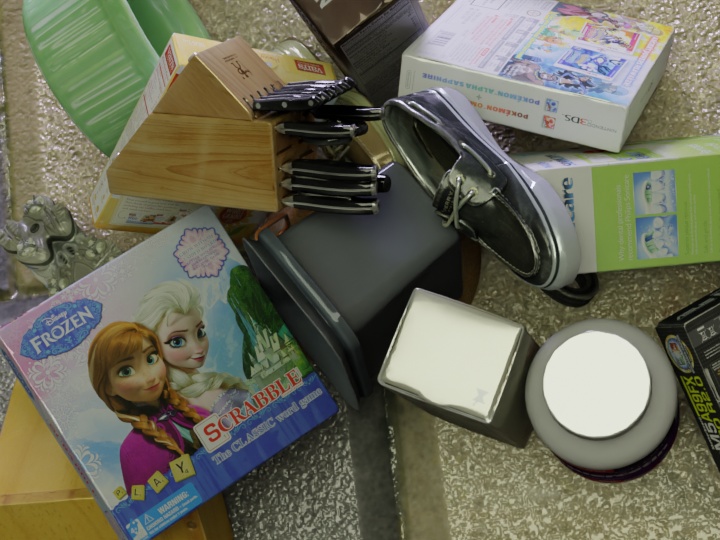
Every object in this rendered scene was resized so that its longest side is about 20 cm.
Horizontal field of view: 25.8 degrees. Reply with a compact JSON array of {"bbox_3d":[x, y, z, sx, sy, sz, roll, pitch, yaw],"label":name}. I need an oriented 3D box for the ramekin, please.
[{"bbox_3d":[-0.200,-0.186,1.349,0.098,0.200,0.200,-29,74,13],"label":"ramekin"}]

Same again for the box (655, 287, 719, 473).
[{"bbox_3d":[0.340,0.068,1.188,0.200,0.044,0.161,-28,97,-18],"label":"box"}]

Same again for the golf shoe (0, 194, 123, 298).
[{"bbox_3d":[-0.227,0.014,1.339,0.078,0.097,0.200,-41,48,-4],"label":"golf shoe"}]

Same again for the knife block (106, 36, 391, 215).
[{"bbox_3d":[-0.074,-0.075,1.164,0.176,0.064,0.200,48,125,5],"label":"knife block"}]

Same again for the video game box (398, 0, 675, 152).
[{"bbox_3d":[0.148,-0.170,1.276,0.182,0.200,0.047,14,120,16],"label":"video game box"}]

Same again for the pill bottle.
[{"bbox_3d":[0.186,0.100,1.199,0.112,0.200,0.113,-3,78,12],"label":"pill bottle"}]

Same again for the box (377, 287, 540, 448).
[{"bbox_3d":[0.087,0.080,1.224,0.095,0.200,0.078,20,83,15],"label":"box"}]

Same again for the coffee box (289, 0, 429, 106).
[{"bbox_3d":[-0.004,-0.216,1.306,0.080,0.200,0.113,-38,73,2],"label":"coffee box"}]

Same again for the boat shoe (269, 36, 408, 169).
[{"bbox_3d":[-0.030,-0.124,1.337,0.063,0.073,0.201,-33,56,-14],"label":"boat shoe"}]

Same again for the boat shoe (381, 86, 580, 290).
[{"bbox_3d":[0.080,-0.056,1.148,0.071,0.072,0.200,-13,49,-34],"label":"boat shoe"}]

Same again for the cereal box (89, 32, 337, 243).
[{"bbox_3d":[-0.122,-0.102,1.290,0.200,0.144,0.040,-54,41,40],"label":"cereal box"}]

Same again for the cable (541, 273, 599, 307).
[{"bbox_3d":[0.116,-0.047,1.309,0.097,0.050,0.200,-24,63,-38],"label":"cable"}]

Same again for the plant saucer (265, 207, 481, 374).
[{"bbox_3d":[0.003,-0.012,1.348,0.200,0.035,0.201,-2,79,12],"label":"plant saucer"}]

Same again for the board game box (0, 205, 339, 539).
[{"bbox_3d":[-0.151,0.082,1.232,0.200,0.041,0.200,-34,91,-21],"label":"board game box"}]

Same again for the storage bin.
[{"bbox_3d":[0.000,0.000,1.236,0.134,0.200,0.146,-37,73,-9],"label":"storage bin"}]

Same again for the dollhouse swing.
[{"bbox_3d":[-0.212,0.183,1.355,0.199,0.176,0.182,-7,119,10],"label":"dollhouse swing"}]

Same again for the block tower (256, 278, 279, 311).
[{"bbox_3d":[-0.157,0.072,1.304,0.058,0.054,0.200,19,50,44],"label":"block tower"}]

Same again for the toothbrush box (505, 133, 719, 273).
[{"bbox_3d":[0.222,-0.054,1.221,0.199,0.146,0.086,-6,100,-3],"label":"toothbrush box"}]
